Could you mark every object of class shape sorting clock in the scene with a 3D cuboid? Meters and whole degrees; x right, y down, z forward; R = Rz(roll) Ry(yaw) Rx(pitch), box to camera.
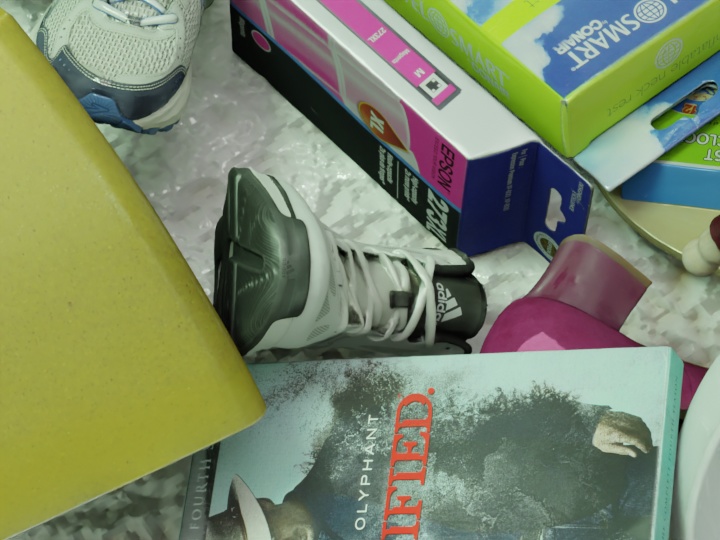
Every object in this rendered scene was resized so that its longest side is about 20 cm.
[{"bbox_3d":[0.198,-0.079,1.164,0.199,0.039,0.200,-3,55,5],"label":"shape sorting clock"}]

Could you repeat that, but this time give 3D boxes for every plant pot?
[{"bbox_3d":[-0.181,-0.004,0.994,0.200,0.200,0.177,-25,109,-12],"label":"plant pot"}]

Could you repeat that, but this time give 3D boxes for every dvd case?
[{"bbox_3d":[0.021,0.102,0.970,0.199,0.022,0.146,-3,64,26],"label":"dvd case"}]

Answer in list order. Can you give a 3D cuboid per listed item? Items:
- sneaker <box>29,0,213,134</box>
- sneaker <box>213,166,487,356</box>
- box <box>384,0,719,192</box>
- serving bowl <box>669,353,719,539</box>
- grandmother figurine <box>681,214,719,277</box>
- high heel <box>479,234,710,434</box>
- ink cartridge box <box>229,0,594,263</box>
[{"bbox_3d":[-0.097,-0.138,1.122,0.077,0.085,0.200,16,37,-5],"label":"sneaker"},{"bbox_3d":[0.000,0.000,1.040,0.115,0.200,0.076,2,87,-6],"label":"sneaker"},{"bbox_3d":[0.091,-0.136,1.167,0.122,0.048,0.200,-35,56,-17],"label":"box"},{"bbox_3d":[0.205,0.068,0.994,0.200,0.201,0.066,-20,33,-11],"label":"serving bowl"},{"bbox_3d":[0.194,-0.006,1.037,0.121,0.200,0.061,-1,57,-3],"label":"grandmother figurine"},{"bbox_3d":[0.138,0.077,1.053,0.200,0.067,0.096,35,56,1],"label":"high heel"},{"bbox_3d":[0.019,-0.070,1.126,0.200,0.095,0.037,41,70,17],"label":"ink cartridge box"}]
